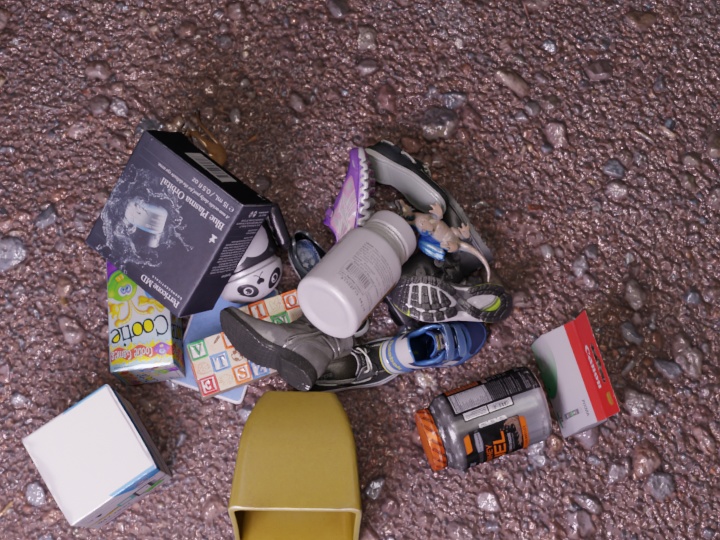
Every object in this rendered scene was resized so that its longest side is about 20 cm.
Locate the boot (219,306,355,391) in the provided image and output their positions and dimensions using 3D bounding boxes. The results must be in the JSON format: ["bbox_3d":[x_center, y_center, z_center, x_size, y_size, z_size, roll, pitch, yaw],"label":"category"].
[{"bbox_3d":[-0.114,0.096,1.635,0.198,0.068,0.131,32,49,17],"label":"boot"}]

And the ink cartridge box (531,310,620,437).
[{"bbox_3d":[0.333,0.167,1.626,0.049,0.200,0.164,-16,75,-6],"label":"ink cartridge box"}]

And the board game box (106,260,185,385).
[{"bbox_3d":[-0.345,0.069,1.670,0.101,0.105,0.204,-7,73,0],"label":"board game box"}]

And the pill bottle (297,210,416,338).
[{"bbox_3d":[0.000,0.000,1.620,0.114,0.115,0.200,37,54,8],"label":"pill bottle"}]

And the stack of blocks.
[{"bbox_3d":[-0.179,0.120,1.678,0.196,0.059,0.117,-19,82,-14],"label":"stack of blocks"}]

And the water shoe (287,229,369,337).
[{"bbox_3d":[-0.058,0.025,1.712,0.071,0.079,0.201,-36,79,-11],"label":"water shoe"}]

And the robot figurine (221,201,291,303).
[{"bbox_3d":[-0.203,-0.046,1.670,0.148,0.125,0.203,-19,99,23],"label":"robot figurine"}]

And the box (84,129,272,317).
[{"bbox_3d":[-0.272,-0.071,1.559,0.195,0.117,0.202,36,105,12],"label":"box"}]

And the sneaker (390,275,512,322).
[{"bbox_3d":[0.141,0.052,1.680,0.196,0.081,0.076,9,84,-10],"label":"sneaker"}]

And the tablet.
[{"bbox_3d":[-0.224,0.106,1.718,0.128,0.014,0.204,17,76,2],"label":"tablet"}]

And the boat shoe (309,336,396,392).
[{"bbox_3d":[-0.005,0.157,1.682,0.196,0.071,0.073,-20,75,-10],"label":"boat shoe"}]

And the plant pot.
[{"bbox_3d":[-0.095,0.298,1.588,0.190,0.197,0.204,1,59,-2],"label":"plant pot"}]

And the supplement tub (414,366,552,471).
[{"bbox_3d":[0.192,0.238,1.642,0.196,0.123,0.125,-18,76,-6],"label":"supplement tub"}]

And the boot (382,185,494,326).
[{"bbox_3d":[0.100,-0.026,1.745,0.198,0.066,0.166,-35,77,-6],"label":"boot"}]

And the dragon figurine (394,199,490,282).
[{"bbox_3d":[0.129,-0.055,1.685,0.198,0.099,0.059,33,76,-7],"label":"dragon figurine"}]

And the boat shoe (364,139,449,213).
[{"bbox_3d":[0.083,-0.163,1.747,0.060,0.076,0.199,-37,58,-26],"label":"boat shoe"}]

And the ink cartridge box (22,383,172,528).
[{"bbox_3d":[-0.389,0.285,1.567,0.145,0.200,0.147,-33,79,-10],"label":"ink cartridge box"}]

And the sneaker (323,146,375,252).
[{"bbox_3d":[-0.020,-0.104,1.738,0.086,0.080,0.205,1,92,12],"label":"sneaker"}]

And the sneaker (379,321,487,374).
[{"bbox_3d":[0.130,0.120,1.676,0.197,0.082,0.075,-15,79,-28],"label":"sneaker"}]

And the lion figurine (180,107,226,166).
[{"bbox_3d":[-0.266,-0.166,1.759,0.121,0.072,0.203,30,67,-23],"label":"lion figurine"}]
